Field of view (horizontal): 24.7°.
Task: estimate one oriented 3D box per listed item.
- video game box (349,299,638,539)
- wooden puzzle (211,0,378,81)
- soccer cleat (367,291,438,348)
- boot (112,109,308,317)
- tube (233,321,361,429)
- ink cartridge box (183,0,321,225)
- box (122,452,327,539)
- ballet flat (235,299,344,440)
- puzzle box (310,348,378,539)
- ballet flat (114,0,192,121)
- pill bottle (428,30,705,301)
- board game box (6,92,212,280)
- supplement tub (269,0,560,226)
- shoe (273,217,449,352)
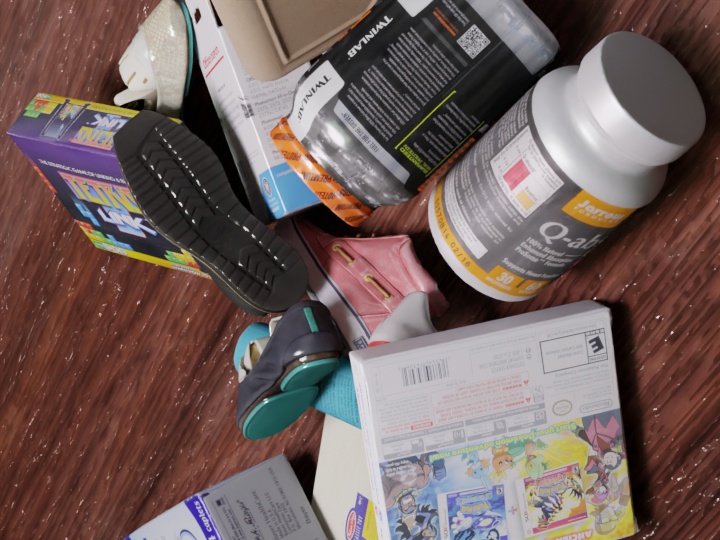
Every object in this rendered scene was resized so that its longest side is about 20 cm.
[{"bbox_3d":[0.102,0.131,1.241,0.047,0.198,0.184,-150,50,-74],"label":"video game box"},{"bbox_3d":[-0.018,-0.239,1.177,0.037,0.199,0.185,61,178,33],"label":"wooden puzzle"},{"bbox_3d":[0.087,0.098,1.299,0.200,0.086,0.068,41,156,-23],"label":"soccer cleat"},{"bbox_3d":[-0.134,-0.035,1.381,0.200,0.077,0.138,51,167,0],"label":"boot"},{"bbox_3d":[-0.020,0.098,1.410,0.199,0.050,0.078,21,136,34],"label":"tube"},{"bbox_3d":[-0.079,-0.145,1.364,0.116,0.066,0.202,166,84,-75],"label":"ink cartridge box"},{"bbox_3d":[-0.110,0.294,1.539,0.200,0.104,0.185,-37,78,55],"label":"box"},{"bbox_3d":[-0.063,0.077,1.356,0.073,0.073,0.200,57,152,12],"label":"ballet flat"},{"bbox_3d":[0.018,0.183,1.451,0.133,0.025,0.201,30,124,33],"label":"puzzle box"},{"bbox_3d":[-0.184,-0.162,1.444,0.200,0.062,0.068,105,146,-59],"label":"ballet flat"},{"bbox_3d":[0.145,-0.073,1.173,0.117,0.116,0.200,57,135,11],"label":"pill bottle"},{"bbox_3d":[-0.204,-0.074,1.493,0.199,0.057,0.166,14,150,40],"label":"board game box"},{"bbox_3d":[0.037,-0.134,1.194,0.200,0.122,0.123,-43,72,8],"label":"supplement tub"},{"bbox_3d":[0.000,0.000,1.378,0.200,0.091,0.072,52,172,52],"label":"shoe"}]
